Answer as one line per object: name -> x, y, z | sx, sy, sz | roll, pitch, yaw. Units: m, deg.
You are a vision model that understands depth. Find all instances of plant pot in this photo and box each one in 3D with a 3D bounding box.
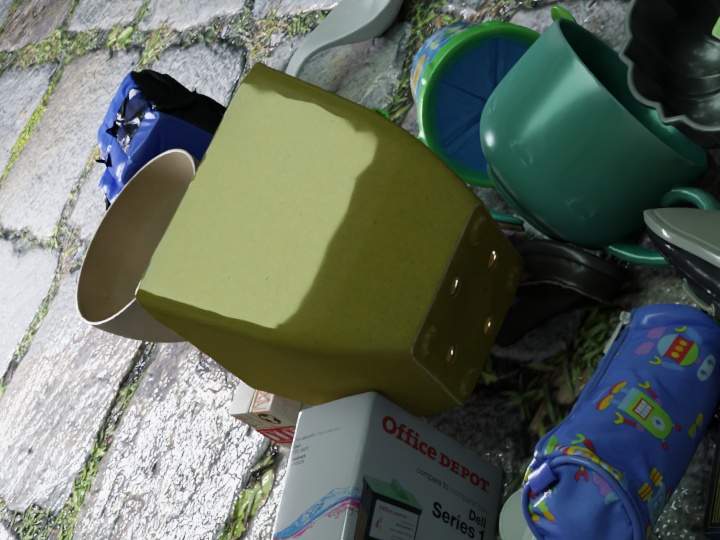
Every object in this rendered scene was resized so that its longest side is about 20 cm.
plant pot -> -0.185, -0.004, 1.416 | 0.199, 0.134, 0.202 | -35, 37, 32
plant pot -> 0.000, 0.000, 0.974 | 0.198, 0.196, 0.196 | 19, 76, 30

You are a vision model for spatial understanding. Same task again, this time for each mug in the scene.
mug -> 0.164, -0.080, 0.982 | 0.115, 0.151, 0.186 | -46, 33, 23

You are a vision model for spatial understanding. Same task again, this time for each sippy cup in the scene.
sippy cup -> 0.101, -0.155, 1.167 | 0.131, 0.175, 0.142 | -120, 29, -67

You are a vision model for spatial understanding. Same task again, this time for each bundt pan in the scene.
bundt pan -> 0.284, -0.164, 0.940 | 0.200, 0.076, 0.204 | -22, 50, 29

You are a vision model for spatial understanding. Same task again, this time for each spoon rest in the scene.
spoon rest -> -0.020, -0.253, 1.477 | 0.201, 0.060, 0.099 | -56, 32, 5

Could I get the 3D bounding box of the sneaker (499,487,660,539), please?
sneaker -> 0.144, 0.179, 0.851 | 0.077, 0.080, 0.199 | -60, 30, -2

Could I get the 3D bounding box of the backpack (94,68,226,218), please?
backpack -> -0.229, -0.136, 1.569 | 0.169, 0.162, 0.200 | -54, 32, 11

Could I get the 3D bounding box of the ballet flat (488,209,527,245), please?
ballet flat -> 0.080, -0.034, 1.152 | 0.200, 0.068, 0.072 | 38, 113, 62

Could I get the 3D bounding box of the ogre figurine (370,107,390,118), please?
ogre figurine -> -0.028, -0.074, 1.272 | 0.098, 0.120, 0.201 | 39, 87, 23

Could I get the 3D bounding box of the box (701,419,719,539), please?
box -> 0.282, 0.065, 0.798 | 0.136, 0.038, 0.202 | -13, 52, 49

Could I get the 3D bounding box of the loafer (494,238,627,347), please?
loafer -> 0.123, 0.026, 1.036 | 0.199, 0.072, 0.072 | -11, 63, 56

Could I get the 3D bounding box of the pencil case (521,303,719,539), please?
pencil case -> 0.164, 0.092, 0.821 | 0.200, 0.087, 0.078 | -44, -6, -47

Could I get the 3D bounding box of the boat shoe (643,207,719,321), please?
boat shoe -> 0.231, 0.006, 0.826 | 0.200, 0.073, 0.061 | -140, 46, -65

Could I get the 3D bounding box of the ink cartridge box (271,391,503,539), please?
ink cartridge box -> 0.014, 0.207, 0.945 | 0.083, 0.144, 0.202 | -21, 46, 43

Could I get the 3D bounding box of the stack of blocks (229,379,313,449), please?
stack of blocks -> -0.024, 0.053, 1.161 | 0.058, 0.115, 0.202 | -12, 53, 49

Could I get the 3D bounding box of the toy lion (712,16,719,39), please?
toy lion -> 0.297, -0.094, 0.755 | 0.069, 0.190, 0.200 | -63, 33, 16
